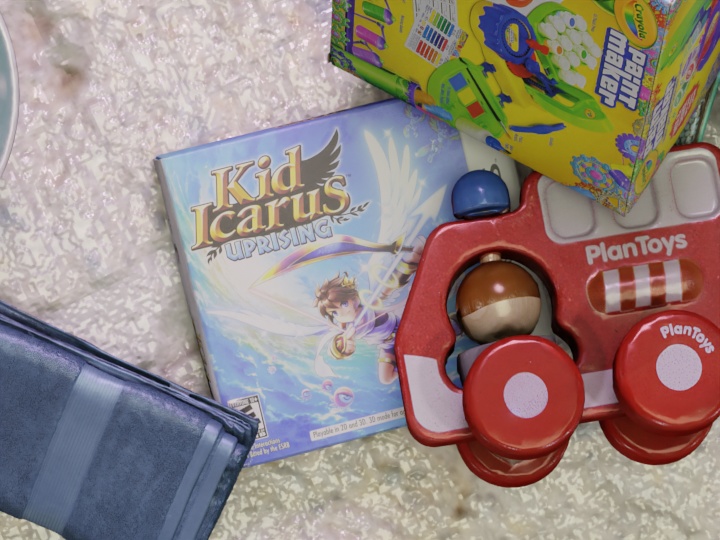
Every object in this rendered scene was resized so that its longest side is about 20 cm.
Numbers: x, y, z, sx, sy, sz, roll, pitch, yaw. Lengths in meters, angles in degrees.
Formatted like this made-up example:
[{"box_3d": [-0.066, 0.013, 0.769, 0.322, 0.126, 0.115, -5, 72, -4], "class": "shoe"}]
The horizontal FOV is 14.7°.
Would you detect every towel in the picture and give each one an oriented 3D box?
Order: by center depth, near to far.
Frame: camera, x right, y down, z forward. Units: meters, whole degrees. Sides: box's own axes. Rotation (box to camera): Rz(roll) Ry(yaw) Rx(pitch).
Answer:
[{"box_3d": [-0.166, 0.091, 1.542, 0.199, 0.049, 0.112, 24, 110, -4], "class": "towel"}]

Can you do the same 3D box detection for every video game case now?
[{"box_3d": [0.000, 0.000, 1.579, 0.199, 0.045, 0.182, -14, 94, -8], "class": "video game case"}]

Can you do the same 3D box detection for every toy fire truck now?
[{"box_3d": [0.115, 0.022, 1.525, 0.199, 0.112, 0.169, -8, 76, -2], "class": "toy fire truck"}]

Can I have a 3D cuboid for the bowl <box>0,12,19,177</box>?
[{"box_3d": [-0.291, -0.091, 1.487, 0.200, 0.105, 0.202, 2, 85, -22], "class": "bowl"}]

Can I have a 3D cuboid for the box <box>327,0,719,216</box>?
[{"box_3d": [0.095, -0.163, 1.466, 0.192, 0.200, 0.122, 29, 62, 13], "class": "box"}]

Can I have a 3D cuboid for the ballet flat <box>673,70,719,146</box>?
[{"box_3d": [0.161, -0.065, 1.589, 0.074, 0.074, 0.201, 14, 89, -9], "class": "ballet flat"}]
